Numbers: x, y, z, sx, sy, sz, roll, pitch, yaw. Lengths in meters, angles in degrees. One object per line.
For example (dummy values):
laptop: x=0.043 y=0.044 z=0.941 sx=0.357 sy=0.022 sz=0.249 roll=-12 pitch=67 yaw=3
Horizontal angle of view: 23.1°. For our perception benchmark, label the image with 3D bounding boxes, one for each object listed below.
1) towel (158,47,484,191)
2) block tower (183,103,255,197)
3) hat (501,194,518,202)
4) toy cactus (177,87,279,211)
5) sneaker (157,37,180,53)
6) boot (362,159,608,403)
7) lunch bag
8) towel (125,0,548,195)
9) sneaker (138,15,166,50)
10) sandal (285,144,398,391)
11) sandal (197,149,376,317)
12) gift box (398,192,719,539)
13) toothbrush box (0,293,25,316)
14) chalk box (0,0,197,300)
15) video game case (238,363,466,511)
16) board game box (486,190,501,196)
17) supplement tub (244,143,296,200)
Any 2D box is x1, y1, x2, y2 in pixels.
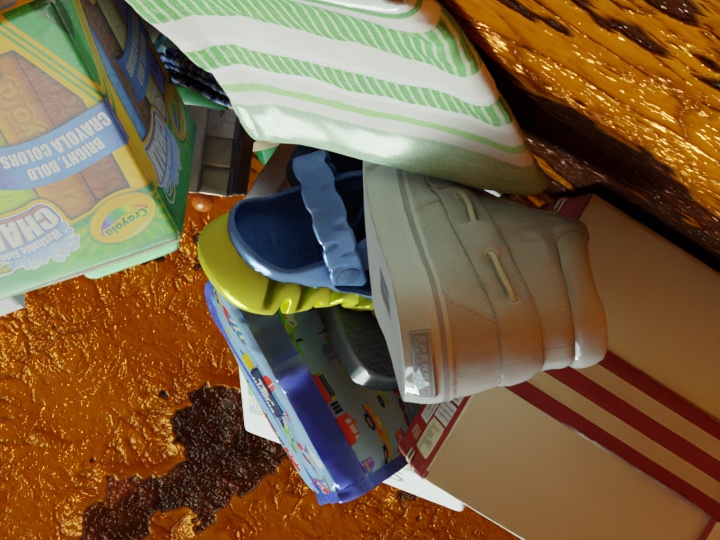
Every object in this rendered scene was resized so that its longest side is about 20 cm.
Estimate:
towel: x=-0.029 y=-0.086 z=1.019 sx=0.144 sy=0.024 sz=0.200 roll=15 pitch=-171 yaw=-28
block tower: x=-0.102 y=-0.078 z=1.149 sx=0.054 sy=0.058 sz=0.200 roll=8 pitch=-175 yaw=1
hat: x=0.093 y=0.025 z=1.147 sx=0.176 sy=0.200 sz=0.166 roll=46 pitch=-147 yaw=-13
toy cactus: x=-0.107 y=-0.113 z=1.386 sx=0.200 sy=0.103 sz=0.165 roll=42 pitch=164 yaw=-28
sneaker: x=-0.152 y=-0.144 z=1.158 sx=0.199 sy=0.082 sz=0.074 roll=31 pitch=180 yaw=-8
boot: x=0.054 y=-0.005 z=0.801 sx=0.095 sy=0.074 sz=0.200 roll=-6 pitch=-150 yaw=-4
lunch bag: x=-0.027 y=0.060 z=1.054 sx=0.151 sy=0.094 sz=0.200 roll=61 pitch=-179 yaw=4
towel: x=-0.015 y=-0.083 z=0.713 sx=0.152 sy=0.024 sz=0.200 roll=15 pitch=166 yaw=22
sneaker: x=-0.203 y=-0.185 z=1.029 sx=0.199 sy=0.077 sz=0.081 roll=30 pitch=177 yaw=-1
sandal: x=0.001 y=0.000 z=1.024 sx=0.076 sy=0.043 sz=0.201 roll=12 pitch=-143 yaw=-22
sandal: x=0.017 y=-0.019 z=0.942 sx=0.199 sy=0.087 sz=0.080 roll=-1 pitch=-126 yaw=-35
gift box: x=0.134 y=0.089 z=0.897 sx=0.186 sy=0.201 sz=0.185 roll=30 pitch=-177 yaw=-2
toothbrush box: x=-0.271 y=-0.079 z=1.017 sx=0.146 sy=0.085 sz=0.201 roll=52 pitch=-158 yaw=-59
chalk box: x=-0.169 y=-0.072 z=0.967 sx=0.124 sy=0.124 sz=0.201 roll=-91 pitch=-21 yaw=-56
video game case: x=-0.005 y=0.074 z=1.234 sx=0.181 sy=0.023 sz=0.201 roll=19 pitch=139 yaw=18
board game box: x=-0.042 y=-0.118 z=0.846 sx=0.200 sy=0.026 sz=0.200 roll=31 pitch=179 yaw=43
supplement tub: x=0.011 y=-0.004 z=1.272 sx=0.199 sy=0.141 sz=0.140 roll=31 pitch=178 yaw=3
